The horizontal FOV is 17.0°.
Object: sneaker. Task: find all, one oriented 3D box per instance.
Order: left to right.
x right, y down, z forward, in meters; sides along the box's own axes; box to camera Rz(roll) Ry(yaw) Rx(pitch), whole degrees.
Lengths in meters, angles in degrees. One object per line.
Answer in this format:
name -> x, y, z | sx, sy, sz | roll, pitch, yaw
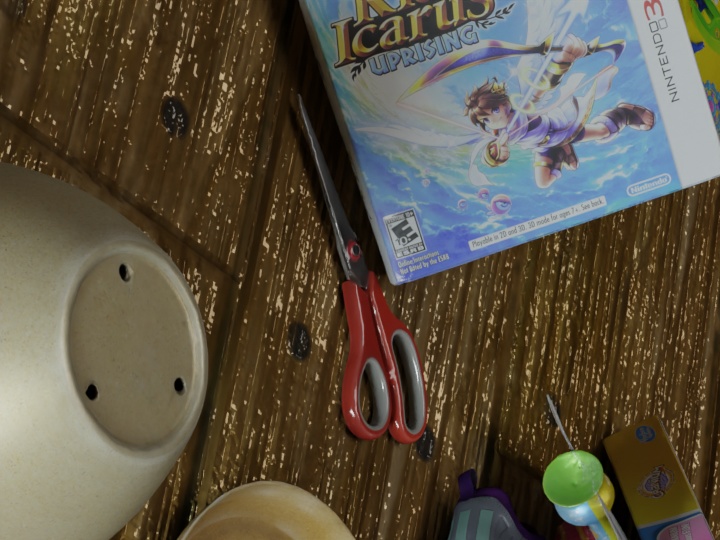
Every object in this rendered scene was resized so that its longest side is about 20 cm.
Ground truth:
sneaker -> 0.112, 0.199, 1.400 | 0.200, 0.074, 0.088 | 52, 33, -38

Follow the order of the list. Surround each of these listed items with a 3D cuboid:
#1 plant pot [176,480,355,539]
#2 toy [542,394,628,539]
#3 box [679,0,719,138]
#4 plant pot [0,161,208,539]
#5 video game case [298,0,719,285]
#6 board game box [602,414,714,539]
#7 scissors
plant pot -> -0.050, 0.207, 1.207 | 0.200, 0.027, 0.201 | 19, 66, -52
toy -> 0.143, 0.172, 1.431 | 0.200, 0.047, 0.115 | 64, 1, -51
box -> 0.144, -0.190, 1.489 | 0.193, 0.121, 0.201 | 48, 46, -37
plant pot -> -0.143, 0.041, 1.022 | 0.200, 0.134, 0.202 | 19, 67, -52
video game case -> 0.083, -0.110, 1.331 | 0.045, 0.199, 0.182 | -116, -173, -79
board game box -> 0.209, 0.198, 1.471 | 0.200, 0.040, 0.154 | -102, 167, -69
scissors -> 0.000, 0.000, 1.339 | 0.073, 0.014, 0.201 | -11, 90, -52
